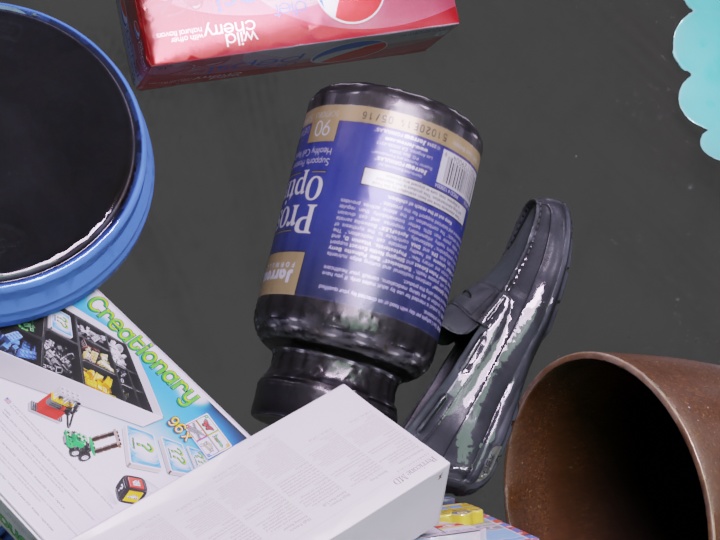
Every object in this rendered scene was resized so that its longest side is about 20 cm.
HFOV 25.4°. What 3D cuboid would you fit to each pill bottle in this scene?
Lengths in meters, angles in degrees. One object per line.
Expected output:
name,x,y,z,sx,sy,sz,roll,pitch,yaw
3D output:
pill bottle,0.000,0.000,0.952,0.111,0.112,0.201,17,77,-13

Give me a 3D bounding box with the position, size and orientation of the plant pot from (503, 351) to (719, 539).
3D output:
plant pot,0.222,0.135,0.975,0.199,0.187,0.188,-4,83,-31

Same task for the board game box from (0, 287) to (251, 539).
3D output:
board game box,-0.160,0.081,0.875,0.126,0.035,0.200,-35,63,-30

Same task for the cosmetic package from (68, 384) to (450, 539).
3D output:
cosmetic package,-0.053,0.135,0.800,0.200,0.051,0.082,-27,46,-38

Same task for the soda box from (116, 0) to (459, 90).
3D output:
soda box,-0.045,-0.160,0.984,0.199,0.070,0.064,-11,86,-17

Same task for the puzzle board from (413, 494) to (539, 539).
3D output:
puzzle board,-0.018,0.152,0.904,0.199,0.151,0.018,-5,91,-16

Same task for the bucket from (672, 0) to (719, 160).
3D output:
bucket,0.313,-0.154,1.021,0.134,0.207,0.208,0,82,-26

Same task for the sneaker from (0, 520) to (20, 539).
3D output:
sneaker,-0.168,0.137,0.897,0.075,0.088,0.201,28,74,-9

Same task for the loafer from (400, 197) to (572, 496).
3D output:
loafer,0.076,0.039,0.990,0.070,0.068,0.201,24,73,-5

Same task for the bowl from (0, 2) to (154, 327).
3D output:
bowl,-0.217,-0.066,0.907,0.200,0.039,0.202,5,64,-10
